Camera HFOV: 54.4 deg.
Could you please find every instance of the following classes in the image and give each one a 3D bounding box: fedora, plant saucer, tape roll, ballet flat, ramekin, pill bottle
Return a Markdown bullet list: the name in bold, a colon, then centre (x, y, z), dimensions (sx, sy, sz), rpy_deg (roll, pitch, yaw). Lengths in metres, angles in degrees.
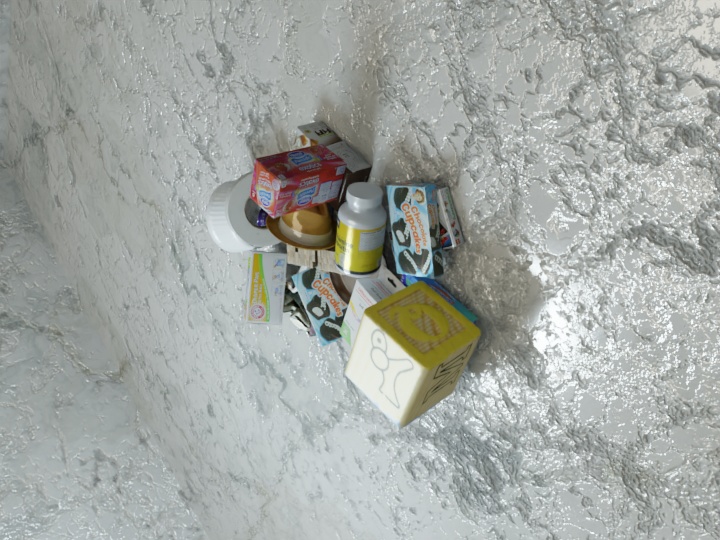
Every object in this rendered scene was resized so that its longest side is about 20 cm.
- **fedora**: centre (-0.128, -0.127, 1.677), dimensions (0.200, 0.200, 0.082), rpy_deg (38, 132, 32)
- **plant saucer**: centre (0.000, 0.000, 1.741), dimensions (0.199, 0.032, 0.202), rpy_deg (12, 109, 39)
- **tape roll**: centre (-0.259, -0.164, 1.854), dimensions (0.037, 0.201, 0.205), rpy_deg (-151, 49, -64)
- **ballet flat**: centre (-0.181, 0.115, 1.999), dimensions (0.200, 0.071, 0.069), rpy_deg (44, 139, 28)
- **ramekin**: centre (-0.319, -0.150, 1.940), dimensions (0.097, 0.200, 0.202), rpy_deg (2, 109, 41)
- **pill bottle**: centre (0.001, -0.093, 1.597), dimensions (0.112, 0.112, 0.201), rpy_deg (34, 133, 35)

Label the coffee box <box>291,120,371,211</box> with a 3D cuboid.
- **coffee box**: centre (-0.077, -0.253, 1.690), dimensions (0.200, 0.079, 0.115), rpy_deg (44, 136, 27)

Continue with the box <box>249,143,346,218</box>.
- **box**: centre (-0.138, -0.203, 1.561), dimensions (0.095, 0.199, 0.100), rpy_deg (40, 132, 28)

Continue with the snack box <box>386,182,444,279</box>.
- **snack box**: centre (0.118, -0.087, 1.515), dimensions (0.116, 0.037, 0.202), rpy_deg (10, 113, 47)

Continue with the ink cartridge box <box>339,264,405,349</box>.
- **ink cartridge box**: centre (0.028, 0.097, 1.659), dimensions (0.117, 0.067, 0.201), rpy_deg (46, 128, 43)

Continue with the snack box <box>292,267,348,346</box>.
- **snack box**: centre (-0.087, 0.083, 1.835), dimensions (0.037, 0.115, 0.201), rpy_deg (-6, -108, -84)

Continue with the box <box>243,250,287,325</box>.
- **box**: centre (-0.268, 0.048, 1.968), dimensions (0.112, 0.100, 0.202), rpy_deg (-169, 83, -77)

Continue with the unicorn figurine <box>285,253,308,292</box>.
- **unicorn figurine**: centre (-0.145, 0.020, 1.909), dimensions (0.137, 0.073, 0.202), rpy_deg (17, 123, 49)

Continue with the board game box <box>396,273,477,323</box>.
- **board game box**: centre (0.161, 0.105, 1.608), dimensions (0.200, 0.045, 0.153), rpy_deg (42, 135, 27)

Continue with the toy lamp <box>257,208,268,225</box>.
- **toy lamp**: centre (-0.160, -0.113, 1.772), dimensions (0.198, 0.058, 0.059), rpy_deg (15, 126, 3)

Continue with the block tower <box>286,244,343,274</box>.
- **block tower**: centre (-0.098, -0.035, 1.762), dimensions (0.199, 0.054, 0.058), rpy_deg (13, 111, 38)

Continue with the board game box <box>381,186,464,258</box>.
- **board game box**: centre (0.132, -0.101, 1.551), dimensions (0.199, 0.034, 0.127), rpy_deg (-10, 98, 52)

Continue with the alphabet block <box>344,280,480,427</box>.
- **alphabet block**: centre (0.109, 0.178, 1.514), dimensions (0.195, 0.196, 0.201), rpy_deg (41, 135, 25)

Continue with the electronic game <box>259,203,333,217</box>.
- **electronic game**: centre (-0.165, -0.165, 1.802), dimensions (0.198, 0.042, 0.202), rpy_deg (5, 118, 10)
